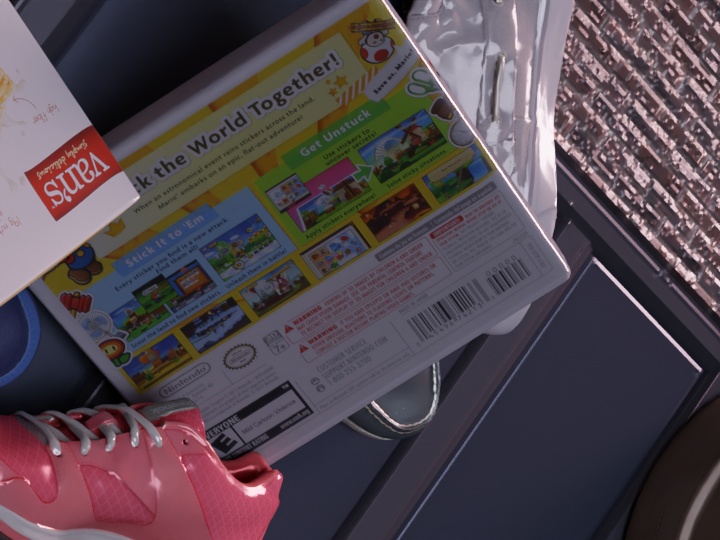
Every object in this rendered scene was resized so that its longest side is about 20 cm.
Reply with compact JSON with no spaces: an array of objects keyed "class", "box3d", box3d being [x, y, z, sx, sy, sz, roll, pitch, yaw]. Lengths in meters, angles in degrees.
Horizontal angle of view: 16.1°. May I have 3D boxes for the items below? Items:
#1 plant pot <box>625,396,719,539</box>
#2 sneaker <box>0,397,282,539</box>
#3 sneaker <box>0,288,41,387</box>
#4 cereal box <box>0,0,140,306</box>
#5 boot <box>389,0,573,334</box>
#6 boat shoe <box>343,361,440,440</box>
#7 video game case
[{"class":"plant pot","box3d":[0.266,0.170,1.344,0.200,0.173,0.201,-8,105,-32]},{"class":"sneaker","box3d":[-0.113,0.084,1.118,0.200,0.074,0.087,31,95,-43]},{"class":"sneaker","box3d":[-0.201,-0.006,1.034,0.200,0.082,0.074,40,77,-36]},{"class":"cereal box","box3d":[-0.187,-0.074,0.977,0.200,0.039,0.144,55,40,-7]},{"class":"boot","box3d":[0.040,-0.072,1.198,0.095,0.074,0.201,5,90,-29]},{"class":"boat shoe","box3d":[0.000,0.000,1.185,0.073,0.062,0.200,-33,120,-27]},{"class":"video game case","box3d":[-0.034,-0.011,1.130,0.200,0.023,0.182,-32,122,8]}]
